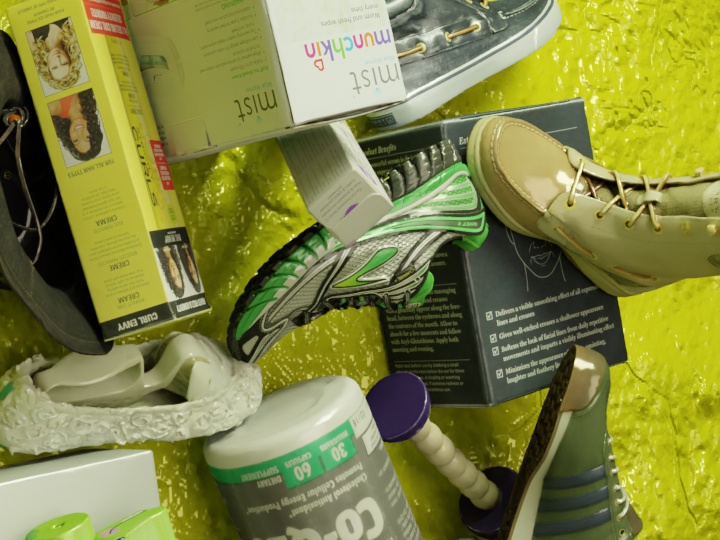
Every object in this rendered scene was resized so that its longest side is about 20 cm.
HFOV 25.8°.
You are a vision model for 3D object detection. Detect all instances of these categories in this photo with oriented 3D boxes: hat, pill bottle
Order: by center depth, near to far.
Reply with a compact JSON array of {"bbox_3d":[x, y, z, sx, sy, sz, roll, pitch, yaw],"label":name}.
[{"bbox_3d":[-0.211,-0.033,0.908,0.201,0.080,0.202,-18,90,-81],"label":"hat"},{"bbox_3d":[-0.017,0.181,1.036,0.113,0.113,0.201,-32,105,-36],"label":"pill bottle"}]

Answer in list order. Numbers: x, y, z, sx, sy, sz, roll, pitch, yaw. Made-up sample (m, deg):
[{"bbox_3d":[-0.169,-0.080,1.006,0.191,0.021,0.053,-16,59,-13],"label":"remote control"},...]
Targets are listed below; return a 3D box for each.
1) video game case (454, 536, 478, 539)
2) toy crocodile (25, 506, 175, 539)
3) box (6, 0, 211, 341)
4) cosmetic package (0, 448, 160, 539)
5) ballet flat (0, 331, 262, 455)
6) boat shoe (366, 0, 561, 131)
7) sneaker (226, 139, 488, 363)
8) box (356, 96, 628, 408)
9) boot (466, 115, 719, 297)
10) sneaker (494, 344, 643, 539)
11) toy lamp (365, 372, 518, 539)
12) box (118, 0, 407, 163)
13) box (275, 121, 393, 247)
[{"bbox_3d":[0.083,0.294,1.081,0.023,0.200,0.184,-9,92,5],"label":"video game case"},{"bbox_3d":[-0.177,0.179,0.838,0.199,0.062,0.068,-18,99,-39],"label":"toy crocodile"},{"bbox_3d":[-0.147,-0.063,0.928,0.075,0.050,0.201,-13,86,-77],"label":"box"},{"bbox_3d":[-0.212,0.172,0.902,0.199,0.081,0.114,-6,90,-40],"label":"cosmetic package"},{"bbox_3d":[-0.134,0.070,0.971,0.199,0.072,0.072,-9,92,-38],"label":"ballet flat"},{"bbox_3d":[0.069,-0.186,1.166,0.200,0.071,0.091,-35,112,-33],"label":"boat shoe"},{"bbox_3d":[0.000,0.000,1.015,0.199,0.078,0.085,-35,93,-11],"label":"sneaker"},{"bbox_3d":[0.095,-0.013,1.149,0.148,0.107,0.202,-12,94,-38],"label":"box"},{"bbox_3d":[0.181,-0.048,1.053,0.200,0.155,0.073,37,64,-30],"label":"boot"},{"bbox_3d":[0.156,0.154,1.094,0.089,0.067,0.202,17,107,-2],"label":"sneaker"},{"bbox_3d":[0.072,0.142,1.127,0.200,0.058,0.059,48,58,-46],"label":"toy lamp"},{"bbox_3d":[-0.085,-0.164,0.958,0.096,0.199,0.178,-18,96,-38],"label":"box"},{"bbox_3d":[-0.026,-0.078,1.011,0.041,0.200,0.039,-43,117,8],"label":"box"}]
